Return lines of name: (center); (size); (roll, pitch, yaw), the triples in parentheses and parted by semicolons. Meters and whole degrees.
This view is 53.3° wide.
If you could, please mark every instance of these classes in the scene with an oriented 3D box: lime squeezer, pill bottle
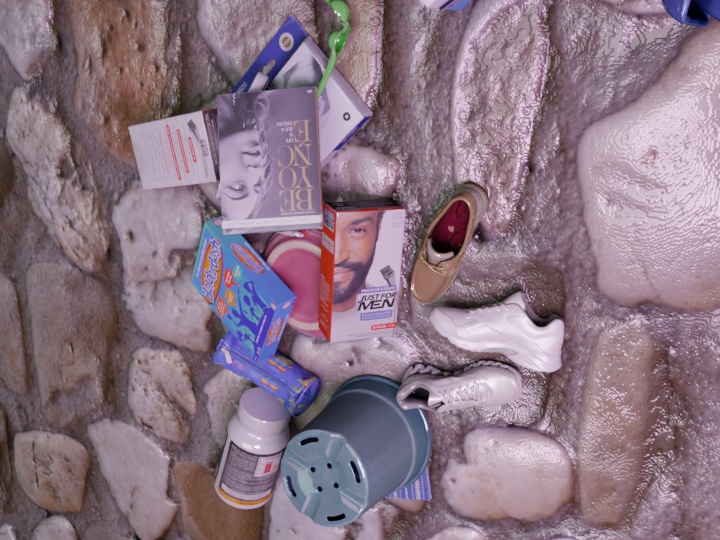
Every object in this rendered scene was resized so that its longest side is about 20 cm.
lime squeezer: (-0.047, -0.342, 1.023); (0.070, 0.038, 0.202); (-6, 87, -5)
pill bottle: (-0.190, 0.317, 1.287); (0.116, 0.116, 0.202); (27, 117, 17)

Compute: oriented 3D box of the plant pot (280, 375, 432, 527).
plant pot: (-0.015, 0.287, 1.123); (0.198, 0.196, 0.203); (4, 100, 26)

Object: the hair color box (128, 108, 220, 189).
hair color box: (-0.289, -0.198, 1.180); (0.199, 0.064, 0.112); (1, 107, 41)

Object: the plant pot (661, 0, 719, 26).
plant pot: (0.421, -0.327, 0.718); (0.179, 0.199, 0.202); (20, 115, 28)

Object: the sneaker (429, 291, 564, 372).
sneaker: (0.201, 0.071, 1.037); (0.198, 0.078, 0.100); (15, 106, 13)

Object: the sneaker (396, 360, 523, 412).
sneaker: (0.147, 0.185, 1.092); (0.198, 0.081, 0.076); (-8, 101, 28)

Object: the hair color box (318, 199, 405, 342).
hair color box: (0.000, 0.000, 1.074); (0.064, 0.110, 0.202); (-139, 48, -61)

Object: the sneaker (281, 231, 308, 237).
sneaker: (-0.131, -0.078, 1.131); (0.093, 0.071, 0.199); (33, 159, -21)

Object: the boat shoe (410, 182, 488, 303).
boat shoe: (0.116, -0.033, 1.042); (0.074, 0.066, 0.201); (29, 118, 16)

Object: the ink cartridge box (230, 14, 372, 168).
ink cartridge box: (-0.110, -0.248, 1.103); (0.199, 0.041, 0.200); (-42, 85, 32)

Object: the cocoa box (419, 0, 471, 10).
cocoa box: (0.139, -0.430, 0.861); (0.199, 0.131, 0.134); (-35, 89, 32)

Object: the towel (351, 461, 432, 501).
towel: (0.024, 0.321, 1.237); (0.198, 0.024, 0.146); (-2, 103, 26)

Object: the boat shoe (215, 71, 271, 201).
boat shoe: (-0.159, -0.193, 1.083); (0.067, 0.072, 0.202); (17, 97, -10)

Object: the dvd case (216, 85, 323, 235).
dvd case: (-0.130, -0.155, 1.022); (0.147, 0.016, 0.202); (-3, 90, 9)

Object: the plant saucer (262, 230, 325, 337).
plant saucer: (-0.083, 0.019, 1.172); (0.199, 0.051, 0.203); (9, 110, 25)

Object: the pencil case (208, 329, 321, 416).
pencil case: (-0.165, 0.171, 1.246); (0.199, 0.087, 0.079); (31, 98, 14)

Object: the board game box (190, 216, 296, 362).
board game box: (-0.200, 0.032, 1.198); (0.200, 0.045, 0.153); (46, 137, 22)
